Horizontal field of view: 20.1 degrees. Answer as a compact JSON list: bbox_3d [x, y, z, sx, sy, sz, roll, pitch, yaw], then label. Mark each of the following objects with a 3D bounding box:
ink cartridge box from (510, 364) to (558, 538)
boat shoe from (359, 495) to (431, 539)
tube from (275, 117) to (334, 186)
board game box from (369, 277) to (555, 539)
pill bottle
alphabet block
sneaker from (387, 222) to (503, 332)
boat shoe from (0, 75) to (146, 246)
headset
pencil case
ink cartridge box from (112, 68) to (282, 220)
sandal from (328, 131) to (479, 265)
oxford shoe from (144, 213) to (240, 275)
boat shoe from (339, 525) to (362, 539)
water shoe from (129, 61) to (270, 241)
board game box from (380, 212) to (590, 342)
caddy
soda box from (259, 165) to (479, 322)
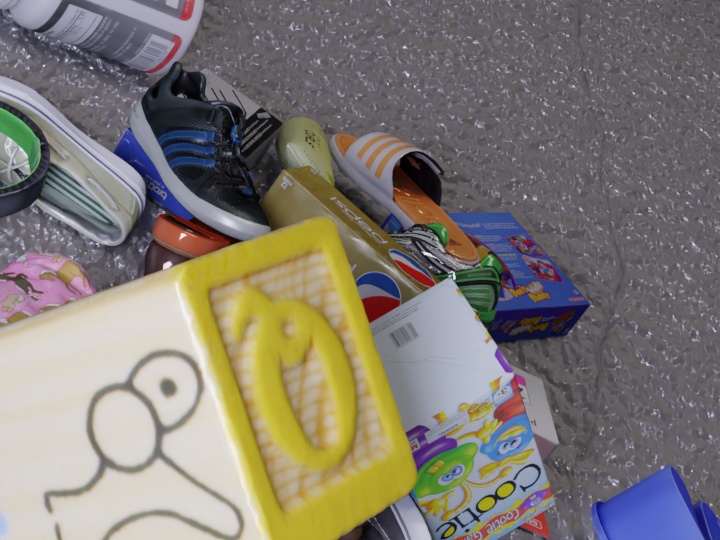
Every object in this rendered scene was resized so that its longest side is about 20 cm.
[{"bbox_3d":[0.079,0.122,1.721,0.199,0.044,0.174,25,27,-21],"label":"ink cartridge box"},{"bbox_3d":[-0.010,0.168,1.520,0.066,0.070,0.201,-18,66,-25],"label":"boat shoe"},{"bbox_3d":[-0.048,-0.099,1.849,0.058,0.052,0.200,14,12,-7],"label":"tube"},{"bbox_3d":[0.066,0.118,1.529,0.103,0.104,0.200,57,-6,35],"label":"board game box"},{"bbox_3d":[-0.253,-0.263,1.863,0.199,0.114,0.114,18,31,-32],"label":"pill bottle"},{"bbox_3d":[-0.111,0.094,1.286,0.196,0.199,0.197,-26,98,-60],"label":"alphabet block"},{"bbox_3d":[0.032,-0.010,1.791,0.199,0.086,0.078,22,-1,2],"label":"sneaker"},{"bbox_3d":[-0.260,-0.092,1.630,0.199,0.072,0.062,30,32,-15],"label":"boat shoe"},{"bbox_3d":[-0.331,-0.099,1.523,0.198,0.094,0.124,0,43,-21],"label":"headset"},{"bbox_3d":[-0.247,0.055,1.394,0.086,0.083,0.200,34,26,-2],"label":"pencil case"},{"bbox_3d":[-0.146,-0.114,1.829,0.094,0.044,0.200,35,27,2],"label":"ink cartridge box"},{"bbox_3d":[0.053,-0.081,1.897,0.079,0.059,0.207,2,34,-47],"label":"sandal"},{"bbox_3d":[-0.128,0.001,1.656,0.071,0.073,0.200,26,5,21],"label":"oxford shoe"},{"bbox_3d":[-0.063,0.138,1.486,0.074,0.075,0.203,-4,47,-52],"label":"boat shoe"},{"bbox_3d":[-0.125,-0.101,1.667,0.071,0.079,0.200,19,23,-48],"label":"water shoe"},{"bbox_3d":[0.116,0.005,1.949,0.199,0.045,0.135,-2,45,-52],"label":"board game box"},{"bbox_3d":[0.255,0.259,1.647,0.141,0.105,0.201,44,16,-40],"label":"caddy"},{"bbox_3d":[0.000,0.000,1.698,0.200,0.064,0.068,41,16,11],"label":"soda box"}]
